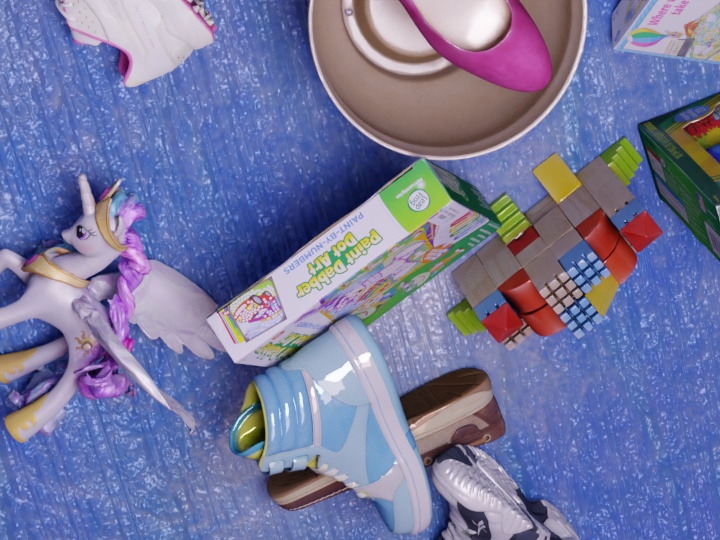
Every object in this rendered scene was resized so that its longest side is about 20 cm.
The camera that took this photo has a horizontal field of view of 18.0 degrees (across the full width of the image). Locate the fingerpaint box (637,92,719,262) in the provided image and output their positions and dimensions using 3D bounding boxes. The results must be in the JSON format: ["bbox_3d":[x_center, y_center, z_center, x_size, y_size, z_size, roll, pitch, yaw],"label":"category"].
[{"bbox_3d":[0.322,-0.083,1.721,0.167,0.200,0.073,-21,113,-2],"label":"fingerpaint box"}]

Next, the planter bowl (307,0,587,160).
[{"bbox_3d":[0.051,-0.191,1.654,0.200,0.135,0.201,-2,104,-9],"label":"planter bowl"}]

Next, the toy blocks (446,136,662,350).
[{"bbox_3d":[0.157,-0.003,1.755,0.200,0.137,0.100,-39,114,6],"label":"toy blocks"}]

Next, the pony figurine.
[{"bbox_3d":[-0.203,0.041,1.710,0.200,0.167,0.193,-35,107,21],"label":"pony figurine"}]

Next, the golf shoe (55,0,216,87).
[{"bbox_3d":[-0.195,-0.214,1.638,0.092,0.075,0.200,-41,112,10],"label":"golf shoe"}]

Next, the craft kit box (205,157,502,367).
[{"bbox_3d":[0.000,0.000,1.693,0.197,0.200,0.049,-34,79,10],"label":"craft kit box"}]

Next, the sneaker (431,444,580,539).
[{"bbox_3d":[0.087,0.225,1.848,0.130,0.080,0.199,-41,144,11],"label":"sneaker"}]

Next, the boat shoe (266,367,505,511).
[{"bbox_3d":[0.024,0.152,1.830,0.200,0.072,0.072,-27,113,-6],"label":"boat shoe"}]

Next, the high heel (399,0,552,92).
[{"bbox_3d":[0.063,-0.189,1.537,0.067,0.096,0.200,-42,105,1],"label":"high heel"}]

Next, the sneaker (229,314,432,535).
[{"bbox_3d":[-0.027,0.138,1.722,0.130,0.080,0.200,-25,120,-10],"label":"sneaker"}]

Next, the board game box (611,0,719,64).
[{"bbox_3d":[0.283,-0.216,1.680,0.134,0.034,0.200,6,155,-14],"label":"board game box"}]
